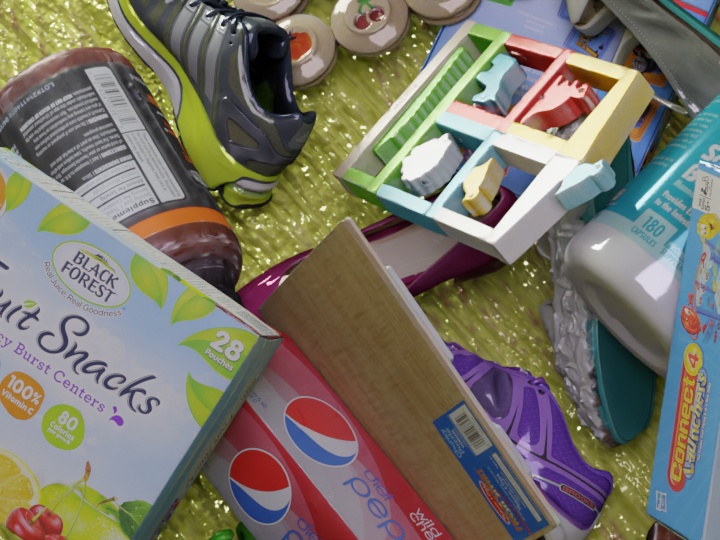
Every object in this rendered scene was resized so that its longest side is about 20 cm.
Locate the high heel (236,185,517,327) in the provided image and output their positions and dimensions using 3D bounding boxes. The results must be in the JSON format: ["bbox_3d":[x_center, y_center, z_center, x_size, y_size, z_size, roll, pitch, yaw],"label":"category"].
[{"bbox_3d":[0.000,0.000,1.499,0.199,0.096,0.068,-14,70,-2],"label":"high heel"}]

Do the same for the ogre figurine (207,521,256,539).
[{"bbox_3d":[-0.093,0.225,1.424,0.098,0.200,0.120,-42,80,35],"label":"ogre figurine"}]

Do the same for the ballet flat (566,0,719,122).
[{"bbox_3d":[0.159,-0.153,1.523,0.064,0.067,0.200,-49,63,17],"label":"ballet flat"}]

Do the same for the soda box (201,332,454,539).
[{"bbox_3d":[-0.017,0.135,1.446,0.200,0.063,0.070,49,37,14],"label":"soda box"}]

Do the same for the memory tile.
[{"bbox_3d":[0.011,-0.206,1.592,0.199,0.017,0.154,-24,62,3],"label":"memory tile"}]

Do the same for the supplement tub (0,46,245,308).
[{"bbox_3d":[-0.138,-0.028,1.502,0.107,0.107,0.200,-28,65,-7],"label":"supplement tub"}]

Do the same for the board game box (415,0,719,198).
[{"bbox_3d":[0.124,-0.129,1.570,0.151,0.037,0.200,23,72,11],"label":"board game box"}]

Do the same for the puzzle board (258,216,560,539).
[{"bbox_3d":[0.026,0.076,1.425,0.017,0.151,0.200,-33,85,-28],"label":"puzzle board"}]

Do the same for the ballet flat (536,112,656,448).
[{"bbox_3d":[0.133,0.002,1.497,0.071,0.072,0.201,-4,97,2],"label":"ballet flat"}]

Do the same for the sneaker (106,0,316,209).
[{"bbox_3d":[-0.086,-0.140,1.553,0.081,0.074,0.200,-38,75,32],"label":"sneaker"}]

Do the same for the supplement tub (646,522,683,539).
[{"bbox_3d":[0.251,0.202,1.401,0.199,0.107,0.107,9,71,6],"label":"supplement tub"}]

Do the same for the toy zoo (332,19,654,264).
[{"bbox_3d":[0.082,-0.074,1.460,0.131,0.020,0.200,-50,35,-12],"label":"toy zoo"}]

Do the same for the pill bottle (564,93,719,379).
[{"bbox_3d":[0.216,-0.038,1.420,0.111,0.111,0.200,43,81,16],"label":"pill bottle"}]

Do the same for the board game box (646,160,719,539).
[{"bbox_3d":[0.262,0.044,1.372,0.195,0.056,0.201,0,105,-27],"label":"board game box"}]

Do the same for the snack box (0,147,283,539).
[{"bbox_3d":[-0.171,0.051,1.407,0.200,0.068,0.169,34,95,9],"label":"snack box"}]

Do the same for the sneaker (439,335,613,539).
[{"bbox_3d":[0.065,0.076,1.480,0.200,0.081,0.083,48,64,-4],"label":"sneaker"}]
